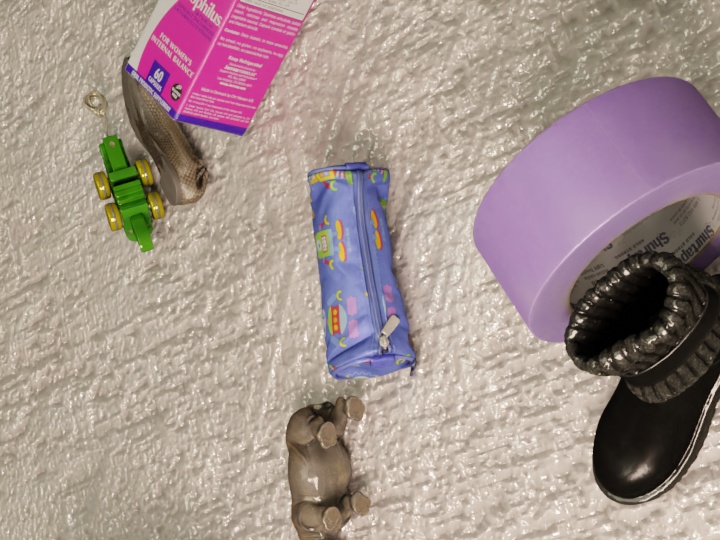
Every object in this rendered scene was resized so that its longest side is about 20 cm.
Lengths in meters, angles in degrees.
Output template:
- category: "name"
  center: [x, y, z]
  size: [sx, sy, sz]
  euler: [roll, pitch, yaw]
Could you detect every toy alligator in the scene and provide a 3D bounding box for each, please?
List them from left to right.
- category: "toy alligator"
  center: [-0.258, -0.099, 1.483]
  size: [0.054, 0.059, 0.201]
  euler: [103, 147, -64]

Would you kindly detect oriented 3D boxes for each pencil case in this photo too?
- category: "pencil case"
  center: [0.000, 0.000, 1.238]
  size: [0.087, 0.078, 0.201]
  euler: [149, 115, -66]

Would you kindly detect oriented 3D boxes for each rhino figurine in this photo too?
- category: "rhino figurine"
  center: [-0.033, 0.216, 1.262]
  size: [0.087, 0.059, 0.202]
  euler: [-9, 82, 59]

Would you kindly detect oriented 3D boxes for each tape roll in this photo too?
- category: "tape roll"
  center: [0.188, -0.041, 1.005]
  size: [0.200, 0.199, 0.085]
  euler: [-46, 59, 28]

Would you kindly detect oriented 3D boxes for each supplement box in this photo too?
- category: "supplement box"
  center: [-0.130, -0.249, 1.353]
  size: [0.101, 0.103, 0.201]
  euler: [44, 112, 34]

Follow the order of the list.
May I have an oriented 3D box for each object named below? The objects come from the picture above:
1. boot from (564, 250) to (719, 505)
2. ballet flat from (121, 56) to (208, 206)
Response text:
- category: "boot"
  center: [0.202, 0.082, 1.010]
  size: [0.079, 0.157, 0.212]
  euler: [36, 109, 36]
- category: "ballet flat"
  center: [-0.207, -0.150, 1.452]
  size: [0.201, 0.046, 0.068]
  euler: [61, 154, 31]
